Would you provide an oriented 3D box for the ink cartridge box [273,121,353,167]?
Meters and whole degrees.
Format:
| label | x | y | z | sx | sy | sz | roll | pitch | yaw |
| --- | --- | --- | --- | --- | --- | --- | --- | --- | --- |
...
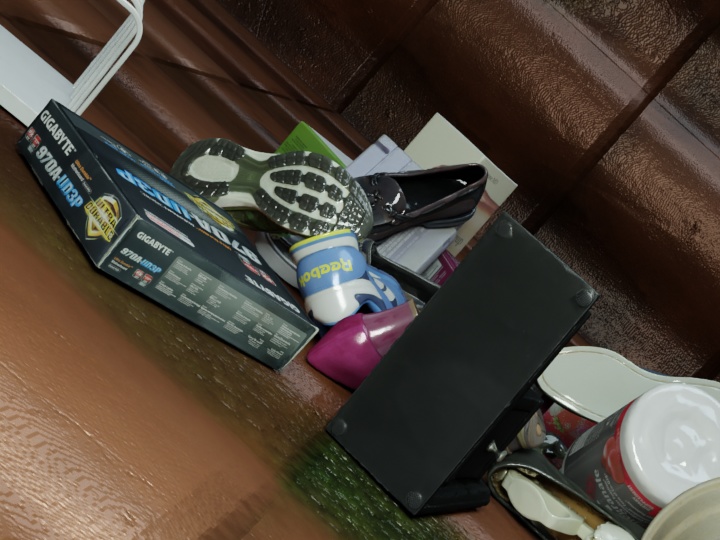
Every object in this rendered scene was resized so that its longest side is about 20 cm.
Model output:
| label | x | y | z | sx | sy | sz | roll | pitch | yaw |
| --- | --- | --- | --- | --- | --- | --- | --- | --- | --- |
| ink cartridge box | -0.006 | -0.079 | 1.924 | 0.200 | 0.076 | 0.148 | 36 | 9 | -43 |

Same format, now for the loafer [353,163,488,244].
| label | x | y | z | sx | sy | sz | roll | pitch | yaw |
| --- | --- | --- | --- | --- | --- | --- | --- | --- | --- |
| loafer | 0.038 | -0.073 | 1.504 | 0.198 | 0.063 | 0.072 | -11 | 62 | -33 |

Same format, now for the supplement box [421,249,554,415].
| label | x | y | z | sx | sy | sz | roll | pitch | yaw |
| --- | --- | --- | --- | --- | --- | --- | --- | --- | --- |
| supplement box | 0.108 | 0.074 | 1.548 | 0.131 | 0.103 | 0.200 | 39 | 9 | -20 |

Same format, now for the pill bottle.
| label | x | y | z | sx | sy | sz | roll | pitch | yaw |
| --- | --- | --- | --- | --- | --- | --- | --- | --- | --- |
| pill bottle | 0.242 | 0.179 | 1.359 | 0.111 | 0.111 | 0.200 | 42 | -27 | 3 |

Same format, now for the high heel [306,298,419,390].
| label | x | y | z | sx | sy | sz | roll | pitch | yaw |
| --- | --- | --- | --- | --- | --- | --- | --- | --- | --- |
| high heel | 0.023 | 0.095 | 1.285 | 0.201 | 0.095 | 0.068 | 66 | 4 | -49 |

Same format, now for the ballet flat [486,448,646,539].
| label | x | y | z | sx | sy | sz | roll | pitch | yaw |
| --- | --- | --- | --- | --- | --- | --- | --- | --- | --- |
| ballet flat | 0.181 | 0.222 | 1.291 | 0.199 | 0.068 | 0.068 | 35 | 14 | 26 |

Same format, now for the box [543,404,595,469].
| label | x | y | z | sx | sy | sz | roll | pitch | yaw |
| --- | --- | --- | --- | --- | --- | --- | --- | --- | --- |
| box | 0.183 | 0.117 | 1.706 | 0.200 | 0.096 | 0.100 | 43 | 8 | 10 |

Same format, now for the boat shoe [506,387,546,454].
| label | x | y | z | sx | sy | sz | roll | pitch | yaw |
| --- | --- | --- | --- | --- | --- | --- | --- | --- | --- |
| boat shoe | 0.104 | 0.076 | 1.360 | 0.075 | 0.073 | 0.201 | 62 | 11 | -45 |

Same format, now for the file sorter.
| label | x | y | z | sx | sy | sz | roll | pitch | yaw |
| --- | --- | --- | --- | --- | --- | --- | --- | --- | --- |
| file sorter | -0.251 | -0.205 | 1.227 | 0.138 | 0.125 | 0.200 | 39 | 9 | -17 |

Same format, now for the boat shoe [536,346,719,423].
| label | x | y | z | sx | sy | sz | roll | pitch | yaw |
| --- | --- | --- | --- | --- | --- | --- | --- | --- | --- |
| boat shoe | 0.257 | 0.119 | 1.458 | 0.198 | 0.076 | 0.062 | 8 | -17 | -6 |

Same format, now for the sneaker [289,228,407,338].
| label | x | y | z | sx | sy | sz | roll | pitch | yaw |
| --- | --- | --- | --- | --- | --- | --- | --- | --- | --- |
| sneaker | -0.005 | 0.037 | 1.324 | 0.200 | 0.073 | 0.083 | 44 | 26 | -62 |

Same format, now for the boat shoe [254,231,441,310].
| label | x | y | z | sx | sy | sz | roll | pitch | yaw |
| --- | --- | --- | --- | --- | --- | --- | --- | --- | --- |
| boat shoe | 0.000 | 0.000 | 1.424 | 0.199 | 0.066 | 0.070 | 33 | 36 | -5 |

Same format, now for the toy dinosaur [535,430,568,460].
| label | x | y | z | sx | sy | sz | roll | pitch | yaw |
| --- | --- | --- | --- | --- | --- | --- | --- | --- | --- |
| toy dinosaur | 0.185 | 0.180 | 1.577 | 0.088 | 0.048 | 0.200 | 20 | 19 | -30 |

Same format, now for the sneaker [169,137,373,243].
| label | x | y | z | sx | sy | sz | roll | pitch | yaw |
| --- | --- | --- | --- | --- | --- | --- | --- | --- | --- |
| sneaker | -0.069 | -0.059 | 1.362 | 0.199 | 0.077 | 0.089 | 19 | -20 | 27 |

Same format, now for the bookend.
| label | x | y | z | sx | sy | sz | roll | pitch | yaw |
| --- | --- | --- | --- | --- | --- | --- | --- | --- | --- |
| bookend | 0.097 | 0.075 | 1.146 | 0.092 | 0.199 | 0.200 | 42 | 7 | 18 |

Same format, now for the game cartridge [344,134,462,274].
| label | x | y | z | sx | sy | sz | roll | pitch | yaw |
| --- | --- | --- | --- | --- | --- | --- | --- | --- | --- |
| game cartridge | 0.011 | -0.039 | 1.529 | 0.130 | 0.038 | 0.200 | 45 | 50 | 2 |

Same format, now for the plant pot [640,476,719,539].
| label | x | y | z | sx | sy | sz | roll | pitch | yaw |
| --- | --- | --- | --- | --- | --- | --- | --- | --- | --- |
| plant pot | 0.288 | 0.274 | 1.140 | 0.200 | 0.201 | 0.183 | 42 | 19 | 6 |

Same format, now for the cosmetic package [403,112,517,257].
| label | x | y | z | sx | sy | sz | roll | pitch | yaw |
| --- | --- | --- | --- | --- | --- | --- | --- | --- | --- |
| cosmetic package | 0.062 | -0.056 | 1.663 | 0.087 | 0.200 | 0.103 | 45 | 9 | 32 |

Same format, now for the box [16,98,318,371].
| label | x | y | z | sx | sy | sz | roll | pitch | yaw |
| --- | --- | --- | --- | --- | --- | --- | --- | --- | --- |
| box | -0.136 | -0.024 | 1.095 | 0.200 | 0.046 | 0.159 | 35 | 11 | -46 |
